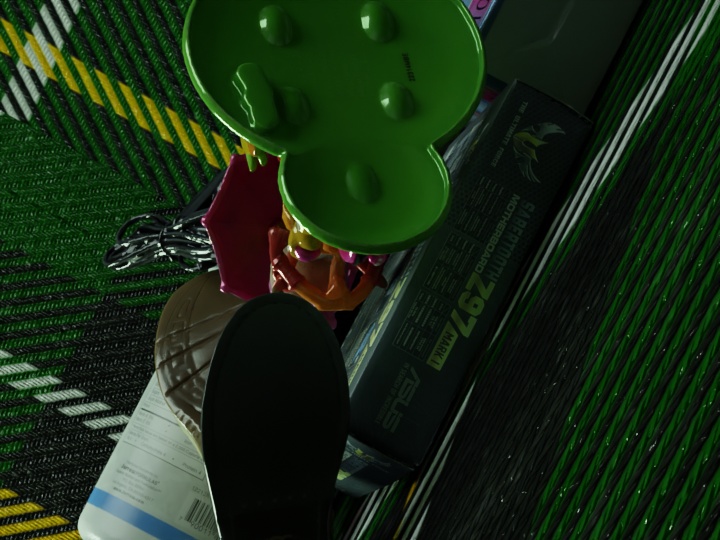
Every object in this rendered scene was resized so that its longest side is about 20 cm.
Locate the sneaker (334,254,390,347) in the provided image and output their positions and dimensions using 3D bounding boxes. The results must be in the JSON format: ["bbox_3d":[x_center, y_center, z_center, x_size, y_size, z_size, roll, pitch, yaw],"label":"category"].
[{"bbox_3d":[-0.003,0.000,1.518,0.104,0.060,0.201,-36,-55,-76],"label":"sneaker"}]

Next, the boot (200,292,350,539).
[{"bbox_3d":[-0.049,0.116,1.316,0.174,0.069,0.201,149,121,-81],"label":"boot"}]

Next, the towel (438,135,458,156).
[{"bbox_3d":[0.055,-0.142,1.632,0.153,0.023,0.200,-62,-31,1],"label":"towel"}]

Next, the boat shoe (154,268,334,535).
[{"bbox_3d":[-0.064,0.085,1.525,0.071,0.065,0.201,-26,48,8],"label":"boat shoe"}]

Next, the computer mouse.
[{"bbox_3d":[-0.049,-0.052,1.621,0.199,0.053,0.138,-23,12,-40],"label":"computer mouse"}]

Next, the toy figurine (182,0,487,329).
[{"bbox_3d":[-0.019,-0.033,1.373,0.185,0.149,0.201,102,159,-51],"label":"toy figurine"}]

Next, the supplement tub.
[{"bbox_3d":[-0.070,0.099,1.630,0.201,0.132,0.132,-62,4,-9],"label":"supplement tub"}]

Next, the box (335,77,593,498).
[{"bbox_3d":[0.038,0.013,1.382,0.201,0.051,0.158,-63,4,-14],"label":"box"}]

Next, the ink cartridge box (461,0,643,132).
[{"bbox_3d":[0.081,-0.147,1.470,0.137,0.076,0.200,-62,15,-6],"label":"ink cartridge box"}]
